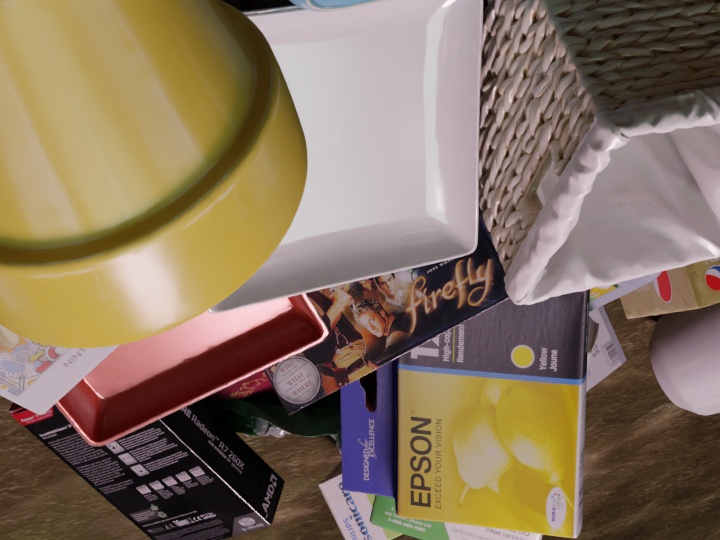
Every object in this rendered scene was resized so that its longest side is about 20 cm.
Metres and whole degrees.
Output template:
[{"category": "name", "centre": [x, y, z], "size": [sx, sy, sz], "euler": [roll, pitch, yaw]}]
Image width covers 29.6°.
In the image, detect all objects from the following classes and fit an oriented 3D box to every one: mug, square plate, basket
[{"category": "mug", "centre": [0.395, 0.081, 1.418], "size": [0.152, 0.151, 0.186], "euler": [-28, 147, 31]}, {"category": "square plate", "centre": [-0.016, -0.082, 0.869], "size": [0.195, 0.028, 0.202], "euler": [-13, 123, -18]}, {"category": "basket", "centre": [0.183, -0.107, 0.891], "size": [0.197, 0.163, 0.199], "euler": [-11, 153, -19]}]

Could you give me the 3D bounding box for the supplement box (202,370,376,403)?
[{"category": "supplement box", "centre": [-0.062, 0.051, 1.120], "size": [0.197, 0.061, 0.109], "euler": [-6, 149, -28]}]

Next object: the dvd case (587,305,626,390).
[{"category": "dvd case", "centre": [0.136, 0.082, 1.218], "size": [0.199, 0.025, 0.151], "euler": [-36, 122, -11]}]

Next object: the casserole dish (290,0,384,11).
[{"category": "casserole dish", "centre": [0.032, -0.199, 0.759], "size": [0.197, 0.039, 0.122], "euler": [-16, 153, -12]}]

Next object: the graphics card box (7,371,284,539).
[{"category": "graphics card box", "centre": [-0.169, 0.143, 1.095], "size": [0.124, 0.051, 0.200], "euler": [-22, 123, 33]}]

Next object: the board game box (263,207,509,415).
[{"category": "board game box", "centre": [0.000, 0.000, 0.995], "size": [0.198, 0.137, 0.035], "euler": [-29, -175, 15]}]

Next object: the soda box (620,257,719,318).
[{"category": "soda box", "centre": [0.260, -0.005, 1.106], "size": [0.063, 0.069, 0.200], "euler": [-18, 177, -6]}]

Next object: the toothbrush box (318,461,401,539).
[{"category": "toothbrush box", "centre": [0.074, 0.200, 1.402], "size": [0.198, 0.087, 0.146], "euler": [-29, 179, 13]}]

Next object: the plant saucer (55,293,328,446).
[{"category": "plant saucer", "centre": [-0.151, 0.009, 0.936], "size": [0.198, 0.037, 0.201], "euler": [-25, 126, 9]}]

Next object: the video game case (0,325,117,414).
[{"category": "video game case", "centre": [-0.221, -0.005, 0.861], "size": [0.182, 0.023, 0.199], "euler": [-40, 130, 18]}]

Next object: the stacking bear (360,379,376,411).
[{"category": "stacking bear", "centre": [0.085, 0.106, 1.281], "size": [0.198, 0.115, 0.122], "euler": [-26, 155, -1]}]

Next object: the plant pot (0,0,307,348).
[{"category": "plant pot", "centre": [-0.141, -0.098, 0.667], "size": [0.198, 0.202, 0.190], "euler": [-20, 138, -1]}]

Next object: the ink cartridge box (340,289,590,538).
[{"category": "ink cartridge box", "centre": [0.074, 0.097, 1.047], "size": [0.197, 0.201, 0.047], "euler": [3, -164, 13]}]

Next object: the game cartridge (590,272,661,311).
[{"category": "game cartridge", "centre": [0.142, -0.012, 1.062], "size": [0.132, 0.041, 0.200], "euler": [23, 165, -5]}]

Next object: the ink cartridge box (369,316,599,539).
[{"category": "ink cartridge box", "centre": [0.100, 0.123, 1.116], "size": [0.083, 0.145, 0.203], "euler": [-50, 153, -70]}]

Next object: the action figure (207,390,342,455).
[{"category": "action figure", "centre": [-0.103, 0.123, 1.171], "size": [0.197, 0.056, 0.118], "euler": [6, -173, 11]}]
